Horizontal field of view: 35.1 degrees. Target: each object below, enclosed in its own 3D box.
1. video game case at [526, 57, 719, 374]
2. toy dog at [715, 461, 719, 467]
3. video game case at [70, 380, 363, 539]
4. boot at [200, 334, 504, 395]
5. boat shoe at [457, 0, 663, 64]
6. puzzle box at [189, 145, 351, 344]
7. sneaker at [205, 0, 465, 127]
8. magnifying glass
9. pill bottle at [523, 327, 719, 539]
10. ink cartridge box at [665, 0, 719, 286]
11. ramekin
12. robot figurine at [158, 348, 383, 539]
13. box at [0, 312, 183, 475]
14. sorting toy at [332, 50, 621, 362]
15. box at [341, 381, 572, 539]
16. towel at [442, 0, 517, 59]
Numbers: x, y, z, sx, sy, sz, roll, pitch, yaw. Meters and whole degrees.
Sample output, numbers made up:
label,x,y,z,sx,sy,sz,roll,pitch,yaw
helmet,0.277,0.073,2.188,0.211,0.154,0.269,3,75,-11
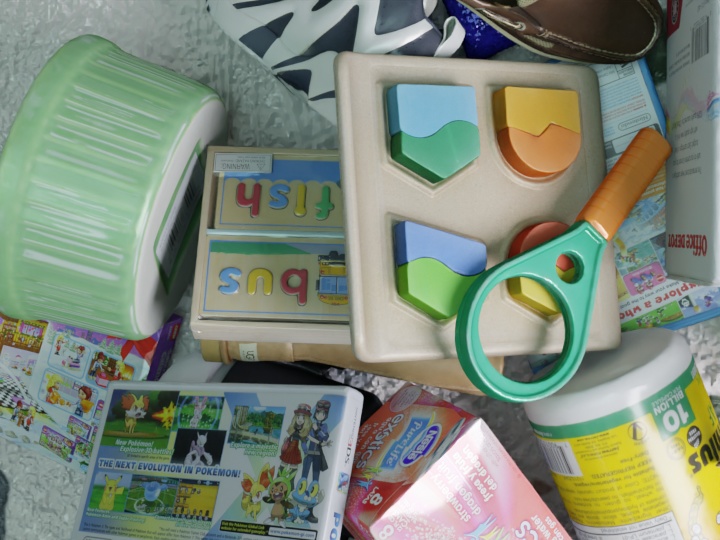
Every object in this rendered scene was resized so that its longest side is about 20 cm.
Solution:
label,x,y,z,sx,sy,sz,roll,pitch,yaw
video game case,0.153,-0.044,0.782,0.142,0.018,0.201,-20,90,15
toy dog,0.254,0.061,0.680,0.096,0.200,0.133,19,95,25
video game case,-0.099,0.159,0.698,0.199,0.022,0.183,-2,68,33
boot,0.000,0.000,0.792,0.199,0.066,0.176,4,63,3
boat shoe,0.103,-0.174,0.697,0.201,0.075,0.075,19,109,-16
puzzle box,-0.008,-0.016,0.749,0.199,0.025,0.134,1,66,0
sneaker,-0.010,-0.174,0.769,0.130,0.079,0.199,-49,51,3
magnifying glass,0.128,-0.007,0.686,0.080,0.022,0.200,42,69,-11
pill bottle,0.191,0.149,0.738,0.112,0.113,0.201,-21,97,16
ink cartridge box,0.235,-0.093,0.679,0.082,0.146,0.201,0,92,4
ramekin,-0.164,-0.050,0.776,0.097,0.200,0.201,17,100,4
robot figurine,-0.057,0.129,0.803,0.199,0.151,0.125,16,141,12
box,-0.250,0.066,0.888,0.199,0.039,0.138,22,101,12
sorting toy,0.080,-0.041,0.697,0.199,0.036,0.186,-1,83,-26
box,0.072,0.181,0.717,0.095,0.103,0.200,-42,112,-14
towel,0.128,-0.247,0.750,0.199,0.050,0.148,-27,88,16
